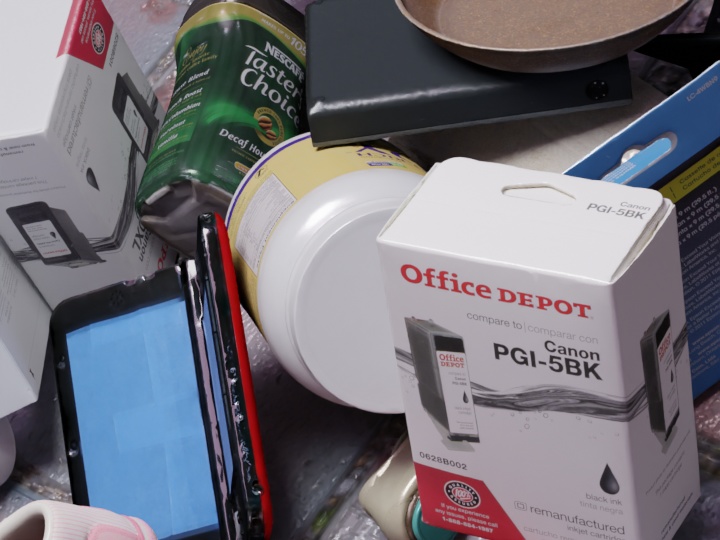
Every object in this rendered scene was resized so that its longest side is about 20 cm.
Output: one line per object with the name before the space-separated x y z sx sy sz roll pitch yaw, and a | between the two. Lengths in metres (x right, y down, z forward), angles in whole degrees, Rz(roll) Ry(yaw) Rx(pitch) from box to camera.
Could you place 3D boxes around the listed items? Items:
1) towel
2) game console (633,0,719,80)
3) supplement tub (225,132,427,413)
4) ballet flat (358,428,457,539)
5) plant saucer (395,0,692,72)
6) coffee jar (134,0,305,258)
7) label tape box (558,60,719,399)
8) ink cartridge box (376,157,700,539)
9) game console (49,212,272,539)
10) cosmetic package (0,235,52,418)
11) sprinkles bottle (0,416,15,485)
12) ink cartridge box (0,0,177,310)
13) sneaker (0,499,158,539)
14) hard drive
towel | 0.109 -0.088 1.612 0.132 0.035 0.200 -41 42 -7
game console | 0.291 -0.175 1.593 0.199 0.117 0.177 1 54 31
supplement tub | 0.000 0.000 1.550 0.145 0.146 0.200 -36 19 -2
ballet flat | 0.070 0.081 1.543 0.069 0.070 0.200 25 68 42
plant saucer | 0.120 -0.174 1.576 0.199 0.037 0.201 -7 35 5
coffee jar | -0.087 -0.105 1.764 0.085 0.104 0.201 -32 37 41
label tape box | 0.174 -0.023 1.469 0.143 0.200 0.066 -35 37 -1
ink cartridge box | 0.098 0.053 1.385 0.146 0.201 0.083 11 39 29
game console | -0.127 0.087 1.566 0.118 0.172 0.201 -9 75 -6
cosmetic package | -0.265 -0.008 1.713 0.051 0.151 0.200 -27 23 10
sprinkles bottle | -0.313 0.133 1.640 0.068 0.069 0.199 9 17 36
ink cartridge box | -0.194 -0.077 1.739 0.083 0.200 0.146 -7 49 20
sneaker | -0.210 0.223 1.522 0.075 0.104 0.201 36 96 45
hard drive | 0.064 -0.138 1.600 0.198 0.033 0.140 -7 35 4
